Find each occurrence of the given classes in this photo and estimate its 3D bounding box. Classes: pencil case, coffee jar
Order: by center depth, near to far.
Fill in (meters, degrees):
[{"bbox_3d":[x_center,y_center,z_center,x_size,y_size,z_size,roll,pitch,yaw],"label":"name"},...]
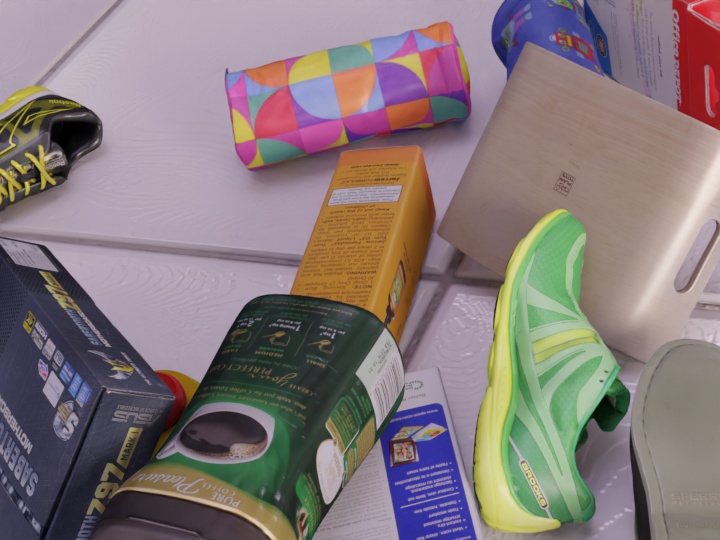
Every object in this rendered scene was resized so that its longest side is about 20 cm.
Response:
[{"bbox_3d":[-0.057,0.104,0.709,0.104,0.086,0.200,8,40,24],"label":"coffee jar"},{"bbox_3d":[0.143,-0.136,1.013,0.078,0.087,0.201,19,37,-15],"label":"pencil case"},{"bbox_3d":[-0.012,-0.137,1.065,0.199,0.089,0.089,-12,38,5],"label":"pencil case"}]

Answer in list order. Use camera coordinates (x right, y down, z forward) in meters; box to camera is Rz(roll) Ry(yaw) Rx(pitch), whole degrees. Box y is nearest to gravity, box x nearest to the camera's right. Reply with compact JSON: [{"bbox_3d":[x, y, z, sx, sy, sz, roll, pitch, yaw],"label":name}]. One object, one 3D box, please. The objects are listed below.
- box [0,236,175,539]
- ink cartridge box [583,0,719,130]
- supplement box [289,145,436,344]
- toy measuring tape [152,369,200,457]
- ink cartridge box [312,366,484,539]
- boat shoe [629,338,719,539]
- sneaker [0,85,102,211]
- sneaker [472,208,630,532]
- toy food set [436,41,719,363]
[{"bbox_3d":[-0.197,0.091,0.793,0.051,0.159,0.200,12,19,-39],"label":"box"},{"bbox_3d":[0.241,-0.178,0.999,0.067,0.117,0.200,-22,39,-10],"label":"ink cartridge box"},{"bbox_3d":[0.000,0.000,0.902,0.068,0.067,0.201,-3,39,16],"label":"supplement box"},{"bbox_3d":[-0.092,0.110,0.802,0.199,0.074,0.074,26,53,29],"label":"toy measuring tape"},{"bbox_3d":[0.016,0.132,0.745,0.094,0.037,0.200,-14,31,1],"label":"ink cartridge box"},{"bbox_3d":[0.173,0.120,0.696,0.071,0.061,0.202,5,41,7],"label":"boat shoe"},{"bbox_3d":[-0.291,-0.089,1.105,0.084,0.075,0.200,11,45,29],"label":"sneaker"},{"bbox_3d":[0.115,0.059,0.778,0.083,0.074,0.201,6,61,10],"label":"sneaker"},{"bbox_3d":[0.147,-0.048,0.869,0.200,0.060,0.144,35,104,43],"label":"toy food set"}]
